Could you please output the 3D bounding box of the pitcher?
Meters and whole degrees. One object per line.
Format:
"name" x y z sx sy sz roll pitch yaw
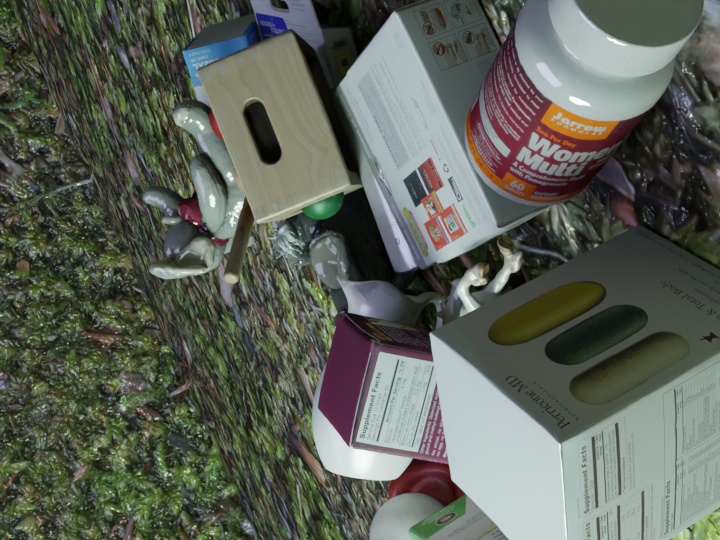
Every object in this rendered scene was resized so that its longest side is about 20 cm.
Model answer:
"pitcher" 0.032 0.115 1.162 0.121 0.171 0.202 7 89 47

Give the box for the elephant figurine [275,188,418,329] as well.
"elephant figurine" 0.000 0.000 1.245 0.201 0.141 0.156 57 174 39

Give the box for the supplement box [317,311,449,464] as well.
"supplement box" 0.076 0.117 1.027 0.131 0.198 0.104 -145 69 -72

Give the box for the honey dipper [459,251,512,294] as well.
"honey dipper" 0.092 -0.028 1.048 0.201 0.038 0.038 54 160 -2

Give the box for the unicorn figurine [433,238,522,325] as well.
"unicorn figurine" 0.131 0.036 0.953 0.199 0.074 0.138 36 145 26

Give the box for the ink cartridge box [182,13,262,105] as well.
"ink cartridge box" -0.142 -0.202 1.355 0.145 0.083 0.202 -85 -19 -67

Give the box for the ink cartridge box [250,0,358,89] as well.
"ink cartridge box" -0.057 -0.237 1.243 0.197 0.047 0.202 33 141 59

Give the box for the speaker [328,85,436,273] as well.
"speaker" 0.037 -0.104 1.099 0.081 0.081 0.202 4 116 68

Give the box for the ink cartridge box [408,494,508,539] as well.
"ink cartridge box" 0.157 0.266 1.020 0.200 0.144 0.085 2 116 67

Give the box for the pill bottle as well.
"pill bottle" 0.147 -0.133 0.743 0.110 0.109 0.200 60 160 15

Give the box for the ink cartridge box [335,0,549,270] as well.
"ink cartridge box" 0.074 -0.119 0.974 0.201 0.083 0.175 65 157 3

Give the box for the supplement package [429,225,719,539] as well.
"supplement package" 0.179 0.095 0.786 0.152 0.199 0.152 40 148 49

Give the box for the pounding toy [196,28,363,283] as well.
"pounding toy" -0.086 -0.111 1.081 0.184 0.141 0.202 -36 -75 -83

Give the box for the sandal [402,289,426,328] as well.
"sandal" 0.058 0.098 1.308 0.081 0.053 0.201 -115 20 -45

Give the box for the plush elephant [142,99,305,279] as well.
"plush elephant" -0.172 -0.069 1.221 0.201 0.154 0.165 59 -167 2

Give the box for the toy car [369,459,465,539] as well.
"toy car" 0.085 0.277 1.168 0.176 0.200 0.186 3 114 32
